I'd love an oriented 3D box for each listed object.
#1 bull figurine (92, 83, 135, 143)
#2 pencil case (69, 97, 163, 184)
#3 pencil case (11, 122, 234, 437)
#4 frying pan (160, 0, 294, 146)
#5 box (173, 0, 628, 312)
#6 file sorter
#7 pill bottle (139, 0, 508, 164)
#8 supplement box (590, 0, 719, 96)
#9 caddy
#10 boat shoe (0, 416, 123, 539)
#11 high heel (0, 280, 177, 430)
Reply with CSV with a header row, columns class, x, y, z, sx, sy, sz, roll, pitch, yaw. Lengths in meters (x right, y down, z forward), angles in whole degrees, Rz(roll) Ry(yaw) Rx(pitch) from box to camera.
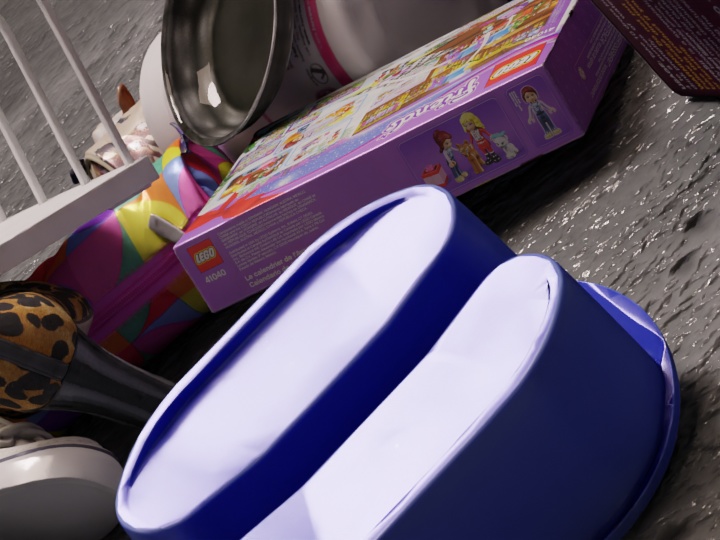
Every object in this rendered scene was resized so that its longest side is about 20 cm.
class,x,y,z,sx,sy,sz,roll,pitch,yaw
bull figurine,-0.083,-0.142,1.796,0.200,0.065,0.122,-48,11,24
pencil case,-0.071,-0.101,1.673,0.200,0.078,0.089,-49,17,-16
pencil case,-0.129,0.015,1.522,0.200,0.088,0.088,-41,17,17
frying pan,-0.073,-0.149,1.471,0.115,0.031,0.191,-48,48,45
box,0.022,-0.062,1.351,0.199,0.039,0.137,-25,16,26
file sorter,-0.224,-0.047,1.465,0.138,0.125,0.200,-33,7,-34
pill bottle,-0.024,-0.112,1.526,0.200,0.113,0.114,-20,29,54
supplement box,0.174,-0.145,1.159,0.131,0.103,0.200,-49,16,-11
caddy,0.016,0.071,1.015,0.200,0.105,0.141,-46,40,-7
boat shoe,-0.170,0.102,1.413,0.200,0.072,0.066,-33,47,55
high heel,-0.186,0.027,1.414,0.199,0.142,0.072,16,84,43
